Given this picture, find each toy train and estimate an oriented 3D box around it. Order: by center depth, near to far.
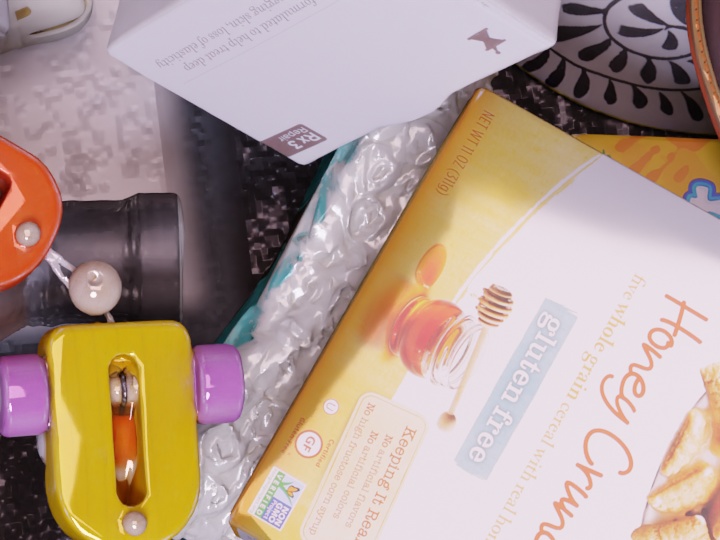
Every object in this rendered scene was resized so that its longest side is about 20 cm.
[{"bbox_3d":[-0.119,0.048,0.736,0.150,0.056,0.201,25,79,-12],"label":"toy train"}]

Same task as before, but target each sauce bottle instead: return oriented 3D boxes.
[{"bbox_3d":[-0.152,0.000,0.791,0.199,0.065,0.065,1,78,-5],"label":"sauce bottle"}]

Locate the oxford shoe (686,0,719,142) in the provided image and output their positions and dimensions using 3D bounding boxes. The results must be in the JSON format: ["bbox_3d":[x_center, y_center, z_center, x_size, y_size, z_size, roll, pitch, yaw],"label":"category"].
[{"bbox_3d":[0.132,-0.096,0.741,0.071,0.073,0.201,-8,96,-8],"label":"oxford shoe"}]

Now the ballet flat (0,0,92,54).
[{"bbox_3d":[-0.095,-0.113,0.822,0.071,0.071,0.200,38,78,4],"label":"ballet flat"}]

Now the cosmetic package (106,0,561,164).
[{"bbox_3d":[0.005,-0.144,0.769,0.081,0.113,0.201,31,54,-30],"label":"cosmetic package"}]

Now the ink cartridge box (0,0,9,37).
[{"bbox_3d":[-0.204,-0.152,0.793,0.199,0.041,0.201,-10,77,19],"label":"ink cartridge box"}]

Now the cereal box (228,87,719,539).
[{"bbox_3d":[0.084,0.059,0.736,0.200,0.040,0.144,29,80,6],"label":"cereal box"}]

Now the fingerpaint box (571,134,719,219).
[{"bbox_3d":[0.140,0.065,0.795,0.166,0.073,0.201,2,78,-4],"label":"fingerpaint box"}]

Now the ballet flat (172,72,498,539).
[{"bbox_3d":[0.000,0.000,0.806,0.072,0.072,0.200,30,85,2],"label":"ballet flat"}]

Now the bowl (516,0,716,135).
[{"bbox_3d":[0.117,-0.151,0.829,0.200,0.094,0.202,1,78,-5],"label":"bowl"}]
